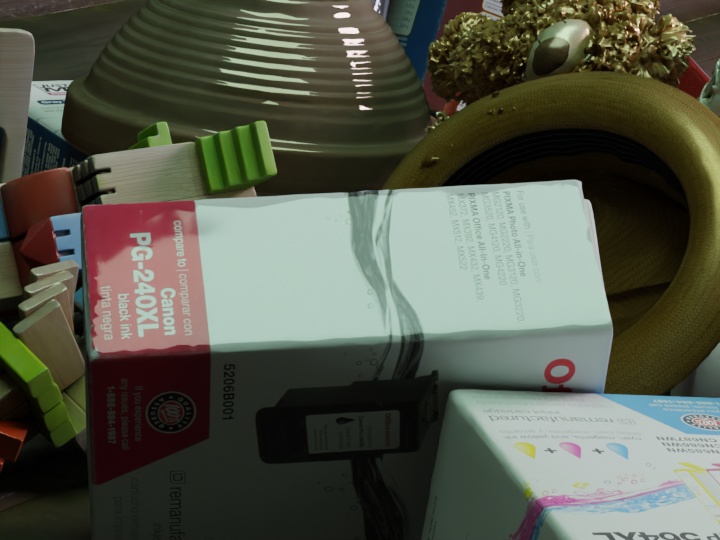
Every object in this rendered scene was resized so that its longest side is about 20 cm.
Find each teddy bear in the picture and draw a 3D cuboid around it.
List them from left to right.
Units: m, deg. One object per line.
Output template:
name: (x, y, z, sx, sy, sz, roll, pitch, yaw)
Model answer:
teddy bear: (0.090, -0.108, 1.385, 0.145, 0.067, 0.200, -27, 26, 12)

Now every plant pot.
plant pot: (-0.050, -0.104, 1.454, 0.201, 0.093, 0.201, 7, 13, -2)

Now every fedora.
fedora: (0.094, 0.005, 1.267, 0.201, 0.201, 0.082, 25, -12, 38)

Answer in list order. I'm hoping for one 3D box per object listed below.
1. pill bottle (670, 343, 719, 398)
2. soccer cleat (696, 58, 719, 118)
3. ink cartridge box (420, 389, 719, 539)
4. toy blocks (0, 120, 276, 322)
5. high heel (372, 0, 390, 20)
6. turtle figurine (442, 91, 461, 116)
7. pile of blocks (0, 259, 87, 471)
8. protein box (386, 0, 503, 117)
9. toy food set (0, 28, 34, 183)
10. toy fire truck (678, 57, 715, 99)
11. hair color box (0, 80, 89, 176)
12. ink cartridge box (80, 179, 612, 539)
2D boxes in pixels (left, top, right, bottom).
pill bottle: (0.248, 0.059, 1.308, 0.200, 0.113, 0.113, 8, 19, 0)
soccer cleat: (0.175, -0.063, 1.332, 0.078, 0.200, 0.069, 18, 36, 21)
ink cartridge box: (0.110, 0.138, 0.999, 0.128, 0.125, 0.200, 3, 20, -19)
toy blocks: (-0.139, -0.013, 1.298, 0.137, 0.100, 0.200, -9, -7, -29)
high heel: (-0.049, -0.145, 1.637, 0.071, 0.143, 0.200, 29, -33, -36)
turtle figurine: (0.111, -0.021, 1.458, 0.161, 0.064, 0.200, 39, -5, -20)
pile of blocks: (-0.105, 0.042, 1.206, 0.200, 0.082, 0.062, -18, 43, -35)
protein box: (0.060, -0.185, 1.682, 0.135, 0.200, 0.199, 17, -1, -33)
toy food set: (-0.233, -0.081, 1.434, 0.060, 0.144, 0.200, -7, 25, -37)
toy fire truck: (0.226, -0.031, 1.463, 0.200, 0.112, 0.168, 45, 6, -42)
hair color box: (-0.119, -0.045, 1.509, 0.100, 0.061, 0.200, -4, 23, -36)
ink cartridge box: (-0.007, 0.046, 1.108, 0.200, 0.145, 0.083, -3, 46, -6)
